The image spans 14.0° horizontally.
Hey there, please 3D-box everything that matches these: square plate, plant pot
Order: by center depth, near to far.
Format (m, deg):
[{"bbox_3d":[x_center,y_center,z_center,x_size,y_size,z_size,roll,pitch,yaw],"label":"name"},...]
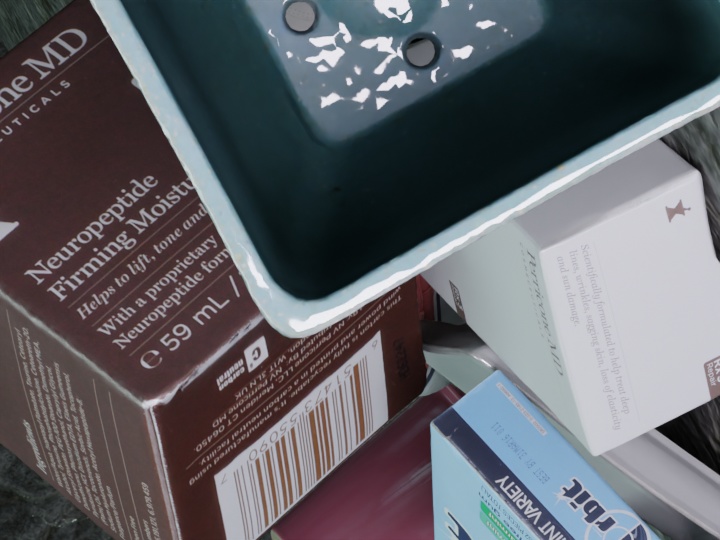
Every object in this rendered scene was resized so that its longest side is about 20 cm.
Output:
[{"bbox_3d":[0.010,-0.112,1.078,0.196,0.196,0.200,61,-179,-4],"label":"plant pot"},{"bbox_3d":[0.115,0.082,1.408,0.200,0.028,0.198,36,175,-10],"label":"square plate"},{"bbox_3d":[0.054,0.163,1.733,0.200,0.179,0.200,59,171,15],"label":"plant pot"}]

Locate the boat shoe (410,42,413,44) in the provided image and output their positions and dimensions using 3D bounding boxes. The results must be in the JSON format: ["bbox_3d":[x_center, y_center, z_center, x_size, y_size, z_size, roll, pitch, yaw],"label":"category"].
[{"bbox_3d":[0.010,-0.083,1.540,0.074,0.069,0.200,57,172,17],"label":"boat shoe"}]

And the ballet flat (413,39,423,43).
[{"bbox_3d":[0.027,-0.150,1.342,0.066,0.057,0.200,36,169,21],"label":"ballet flat"}]

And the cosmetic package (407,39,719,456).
[{"bbox_3d":[0.080,-0.021,1.272,0.200,0.081,0.113,49,160,58],"label":"cosmetic package"}]

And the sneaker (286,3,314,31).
[{"bbox_3d":[-0.051,-0.128,1.362,0.200,0.071,0.073,47,168,-32],"label":"sneaker"}]

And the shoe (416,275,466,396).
[{"bbox_3d":[0.000,0.000,1.502,0.072,0.091,0.200,51,154,36],"label":"shoe"}]

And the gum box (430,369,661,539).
[{"bbox_3d":[0.102,0.154,1.341,0.170,0.045,0.200,47,164,21],"label":"gum box"}]

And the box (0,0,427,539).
[{"bbox_3d":[-0.097,0.007,1.361,0.200,0.166,0.164,36,154,27],"label":"box"}]
